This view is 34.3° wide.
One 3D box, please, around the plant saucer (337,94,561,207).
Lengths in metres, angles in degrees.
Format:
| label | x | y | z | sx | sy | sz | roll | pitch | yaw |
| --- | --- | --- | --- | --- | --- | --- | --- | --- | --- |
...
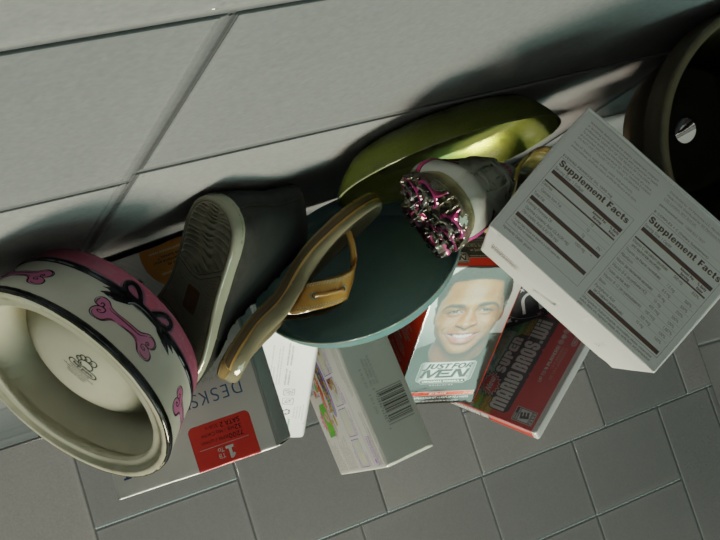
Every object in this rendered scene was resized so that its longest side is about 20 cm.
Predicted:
| label | x | y | z | sx | sy | sz | roll | pitch | yaw |
| --- | --- | --- | --- | --- | --- | --- | --- | --- | --- |
| plant saucer | 0.069 | -0.102 | 0.973 | 0.197 | 0.032 | 0.200 | -19 | 173 | -2 |

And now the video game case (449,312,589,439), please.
| label | x | y | z | sx | sy | sz | roll | pitch | yaw |
| --- | --- | --- | --- | --- | --- | --- | --- | --- | --- |
| video game case | 0.148 | 0.094 | 1.309 | 0.198 | 0.144 | 0.018 | 18 | 155 | 37 |

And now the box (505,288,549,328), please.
| label | x | y | z | sx | sy | sz | roll | pitch | yaw |
| --- | --- | --- | --- | --- | --- | --- | --- | --- | --- |
| box | 0.135 | -0.010 | 1.306 | 0.197 | 0.133 | 0.116 | -19 | 132 | -1 |

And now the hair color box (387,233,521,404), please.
| label | x | y | z | sx | sy | sz | roll | pitch | yaw |
| --- | --- | --- | --- | --- | --- | --- | --- | --- | --- |
| hair color box | 0.093 | 0.051 | 1.210 | 0.100 | 0.062 | 0.202 | -1 | 132 | -20 |

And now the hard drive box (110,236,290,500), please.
| label | x | y | z | sx | sy | sz | roll | pitch | yaw |
| --- | --- | --- | --- | --- | --- | --- | --- | --- | --- |
| hard drive box | -0.167 | 0.082 | 1.051 | 0.154 | 0.203 | 0.077 | -19 | 176 | 2 |

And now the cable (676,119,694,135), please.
| label | x | y | z | sx | sy | sz | roll | pitch | yaw |
| --- | --- | --- | --- | --- | --- | --- | --- | --- | --- |
| cable | 0.344 | -0.134 | 1.155 | 0.164 | 0.051 | 0.199 | -51 | -162 | -19 |

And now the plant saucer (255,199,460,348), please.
| label | x | y | z | sx | sy | sz | roll | pitch | yaw |
| --- | --- | --- | --- | --- | --- | --- | --- | --- | --- |
| plant saucer | 0.000 | 0.000 | 1.048 | 0.197 | 0.028 | 0.202 | -16 | -141 | 13 |

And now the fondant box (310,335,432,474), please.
| label | x | y | z | sx | sy | sz | roll | pitch | yaw |
| --- | --- | --- | --- | --- | --- | --- | --- | --- | --- |
| fondant box | -0.003 | 0.137 | 1.241 | 0.058 | 0.146 | 0.200 | -21 | 175 | -19 |

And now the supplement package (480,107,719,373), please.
| label | x | y | z | sx | sy | sz | roll | pitch | yaw |
| --- | --- | --- | --- | --- | --- | --- | --- | --- | --- |
| supplement package | 0.185 | -0.016 | 0.894 | 0.111 | 0.155 | 0.200 | -48 | 174 | -1 |

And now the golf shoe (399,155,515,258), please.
| label | x | y | z | sx | sy | sz | roll | pitch | yaw |
| --- | --- | --- | --- | --- | --- | --- | --- | --- | --- |
| golf shoe | 0.081 | -0.065 | 0.922 | 0.092 | 0.073 | 0.200 | -37 | 179 | 0 |

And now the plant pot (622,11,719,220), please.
| label | x | y | z | sx | sy | sz | roll | pitch | yaw |
| --- | --- | --- | --- | --- | --- | --- | --- | --- | --- |
| plant pot | 0.304 | -0.114 | 0.961 | 0.197 | 0.203 | 0.174 | -18 | -171 | -7 |

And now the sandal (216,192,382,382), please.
| label | x | y | z | sx | sy | sz | roll | pitch | yaw |
| --- | --- | --- | --- | --- | --- | --- | --- | --- | --- |
| sandal | -0.042 | 0.021 | 0.974 | 0.201 | 0.054 | 0.080 | -51 | 177 | -12 |

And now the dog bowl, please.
| label | x | y | z | sx | sy | sz | roll | pitch | yaw |
| --- | --- | --- | --- | --- | --- | --- | --- | --- | --- |
| dog bowl | -0.215 | 0.068 | 0.919 | 0.199 | 0.200 | 0.074 | -26 | -158 | 48 |

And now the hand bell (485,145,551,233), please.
| label | x | y | z | sx | sy | sz | roll | pitch | yaw |
| --- | --- | --- | --- | --- | --- | --- | --- | --- | --- |
| hand bell | 0.097 | -0.064 | 1.123 | 0.198 | 0.106 | 0.103 | 4 | -169 | 43 |

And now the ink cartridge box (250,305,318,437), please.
| label | x | y | z | sx | sy | sz | roll | pitch | yaw |
| --- | --- | --- | --- | --- | --- | --- | --- | --- | --- |
| ink cartridge box | -0.146 | 0.105 | 1.194 | 0.196 | 0.044 | 0.198 | 1 | 139 | -10 |

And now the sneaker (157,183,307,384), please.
| label | x | y | z | sx | sy | sz | roll | pitch | yaw |
| --- | --- | --- | --- | --- | --- | --- | --- | --- | --- |
| sneaker | -0.108 | 0.020 | 0.974 | 0.105 | 0.075 | 0.202 | -16 | 141 | -49 |
